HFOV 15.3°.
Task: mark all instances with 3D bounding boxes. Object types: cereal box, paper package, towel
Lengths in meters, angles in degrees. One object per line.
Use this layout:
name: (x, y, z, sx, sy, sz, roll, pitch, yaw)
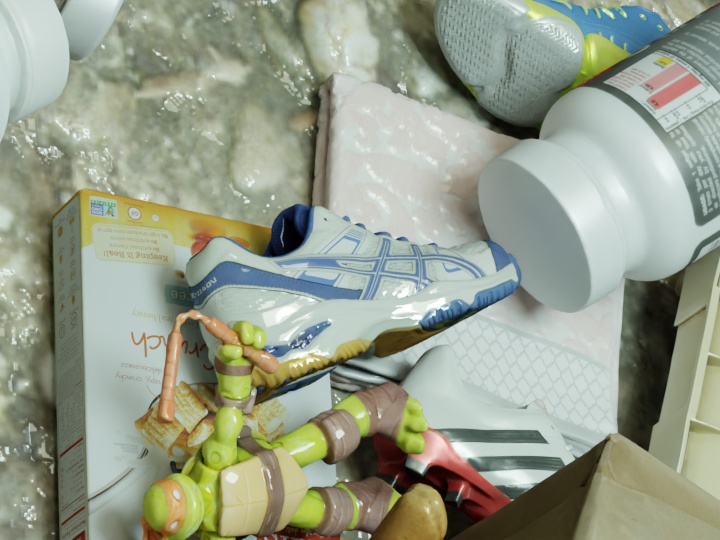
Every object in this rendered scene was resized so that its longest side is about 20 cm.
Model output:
cereal box: (-0.081, 0.067, 1.335, 0.144, 0.040, 0.201, 11, 60, -31)
paper package: (0.139, 0.196, 1.316, 0.200, 0.191, 0.104, 33, 54, -14)
towel: (0.062, 0.000, 1.477, 0.200, 0.032, 0.192, 20, 56, -26)

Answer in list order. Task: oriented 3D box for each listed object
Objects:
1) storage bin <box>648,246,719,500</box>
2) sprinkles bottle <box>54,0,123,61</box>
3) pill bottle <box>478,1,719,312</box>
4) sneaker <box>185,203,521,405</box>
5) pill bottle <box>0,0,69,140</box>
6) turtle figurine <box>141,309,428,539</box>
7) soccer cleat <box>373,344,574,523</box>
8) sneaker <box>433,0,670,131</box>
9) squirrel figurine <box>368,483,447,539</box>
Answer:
storage bin: (0.248, 0.106, 1.505, 0.198, 0.094, 0.200, 30, 53, -17)
sprinkles bottle: (-0.215, -0.178, 1.359, 0.200, 0.068, 0.068, 26, 54, -20)
pill bottle: (0.170, -0.065, 1.466, 0.200, 0.116, 0.116, -31, 84, -24)
sneaker: (0.000, 0.000, 1.356, 0.200, 0.075, 0.088, -16, 78, -44)
pill bottle: (-0.237, -0.082, 1.262, 0.200, 0.111, 0.111, -29, 83, -41)
turtle figurine: (-0.046, 0.112, 1.268, 0.161, 0.064, 0.201, -7, 98, -40)
soccer cleat: (0.094, 0.116, 1.403, 0.200, 0.069, 0.085, 34, 61, -18)
sneaker: (0.126, -0.125, 1.571, 0.200, 0.076, 0.105, 37, 38, -22)
squirrel figurine: (0.040, 0.231, 1.220, 0.187, 0.200, 0.142, 40, 66, 10)
